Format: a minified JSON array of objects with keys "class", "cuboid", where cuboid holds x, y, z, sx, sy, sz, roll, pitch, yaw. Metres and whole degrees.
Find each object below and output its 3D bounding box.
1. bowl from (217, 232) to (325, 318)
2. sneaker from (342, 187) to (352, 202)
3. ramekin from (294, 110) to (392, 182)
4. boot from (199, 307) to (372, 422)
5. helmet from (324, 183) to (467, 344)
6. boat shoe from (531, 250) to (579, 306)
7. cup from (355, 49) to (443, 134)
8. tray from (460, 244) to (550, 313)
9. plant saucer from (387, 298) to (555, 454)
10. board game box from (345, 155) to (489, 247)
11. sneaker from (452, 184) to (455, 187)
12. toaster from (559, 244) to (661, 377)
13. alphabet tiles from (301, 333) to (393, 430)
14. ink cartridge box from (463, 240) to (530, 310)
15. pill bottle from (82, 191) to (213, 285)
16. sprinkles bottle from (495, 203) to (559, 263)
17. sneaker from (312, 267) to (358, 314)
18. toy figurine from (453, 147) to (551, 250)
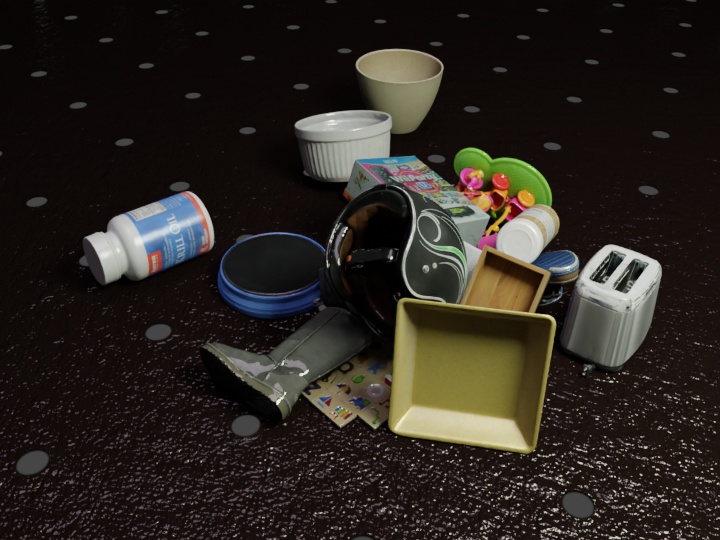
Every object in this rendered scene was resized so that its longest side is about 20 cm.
[{"class":"bowl","cuboid":[-0.142,0.002,1.305,0.196,0.040,0.202,1,36,0]},{"class":"sneaker","cuboid":[0.044,-0.168,1.477,0.198,0.078,0.073,-5,20,41]},{"class":"ramekin","cuboid":[-0.031,-0.251,1.568,0.196,0.107,0.201,-5,22,2]},{"class":"boot","cuboid":[-0.106,0.110,1.123,0.180,0.073,0.200,31,53,19]},{"class":"helmet","cuboid":[0.060,-0.005,1.094,0.197,0.190,0.203,-19,53,27]},{"class":"boat shoe","cuboid":[0.282,0.014,1.205,0.071,0.074,0.200,-20,6,-13]},{"class":"cup","cuboid":[0.086,-0.399,1.772,0.196,0.145,0.202,1,35,-1]},{"class":"tray","cuboid":[0.180,0.078,1.082,0.097,0.203,0.037,23,3,17]},{"class":"plant saucer","cuboid":[0.140,0.129,1.010,0.196,0.204,0.049,6,24,7]},{"class":"board game box","cuboid":[0.092,-0.110,1.282,0.146,0.065,0.200,-10,42,-41]},{"class":"sneaker","cuboid":[0.116,-0.093,1.429,0.088,0.080,0.200,-2,23,27]},{"class":"toaster","cuboid":[0.375,0.054,1.170,0.112,0.131,0.199,24,42,30]},{"class":"alphabet tiles","cuboid":[0.012,0.151,1.132,0.198,0.006,0.165,-28,44,-34]},{"class":"ink cartridge box","cuboid":[0.178,0.048,1.160,0.199,0.138,0.076,32,5,37]},{"class":"pill bottle","cuboid":[-0.356,-0.050,1.309,0.198,0.114,0.112,-27,44,-31]},{"class":"sprinkles bottle","cuboid":[0.266,-0.058,1.220,0.067,0.070,0.200,16,18,19]},{"class":"sneaker","cuboid":[0.000,0.000,1.252,0.112,0.077,0.200,-5,28,36]},{"class":"toy figurine","cuboid":[0.217,-0.098,1.363,0.199,0.151,0.185,35,52,1]}]
